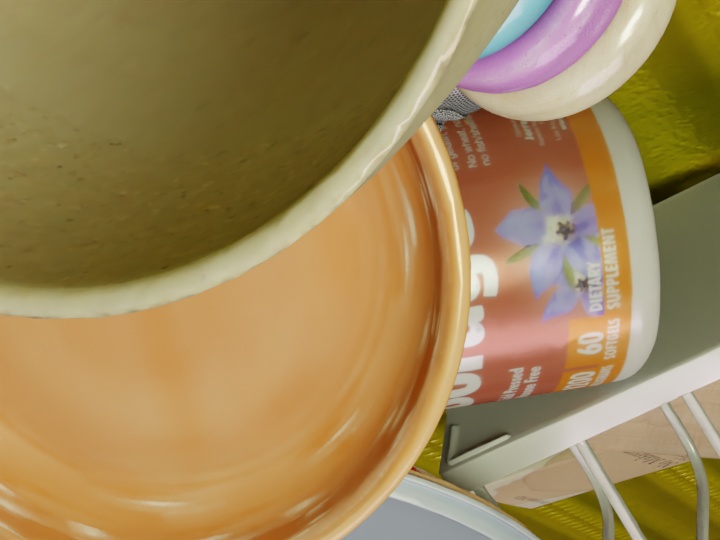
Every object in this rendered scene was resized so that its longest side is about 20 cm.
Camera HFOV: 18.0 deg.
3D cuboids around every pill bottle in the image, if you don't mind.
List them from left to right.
[{"bbox_3d":[0.000,0.000,0.831,0.199,0.113,0.112,-9,163,-10],"label":"pill bottle"}]

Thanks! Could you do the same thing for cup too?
[{"bbox_3d":[-0.031,-0.109,0.386,0.200,0.201,0.143,-24,-175,35],"label":"cup"}]

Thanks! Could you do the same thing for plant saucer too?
[{"bbox_3d":[-0.064,-0.004,0.678,0.199,0.201,0.037,-16,-170,13],"label":"plant saucer"}]

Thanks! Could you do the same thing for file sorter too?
[{"bbox_3d":[0.151,0.051,0.926,0.199,0.125,0.139,-26,-158,19],"label":"file sorter"}]

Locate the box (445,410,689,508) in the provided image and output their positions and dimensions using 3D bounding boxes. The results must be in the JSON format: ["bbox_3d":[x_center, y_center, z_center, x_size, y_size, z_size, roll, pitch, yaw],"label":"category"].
[{"bbox_3d":[0.149,0.055,1.160,0.199,0.078,0.095,-20,161,25],"label":"box"}]

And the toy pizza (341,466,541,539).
[{"bbox_3d":[-0.014,0.105,0.885,0.199,0.032,0.201,9,152,5],"label":"toy pizza"}]

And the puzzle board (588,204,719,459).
[{"bbox_3d":[0.158,0.028,1.034,0.198,0.017,0.151,4,133,-9],"label":"puzzle board"}]

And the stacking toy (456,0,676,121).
[{"bbox_3d":[-0.001,-0.105,0.583,0.085,0.086,0.199,-23,153,33],"label":"stacking toy"}]

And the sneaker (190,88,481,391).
[{"bbox_3d":[-0.012,-0.023,0.730,0.199,0.115,0.075,-14,178,14],"label":"sneaker"}]
